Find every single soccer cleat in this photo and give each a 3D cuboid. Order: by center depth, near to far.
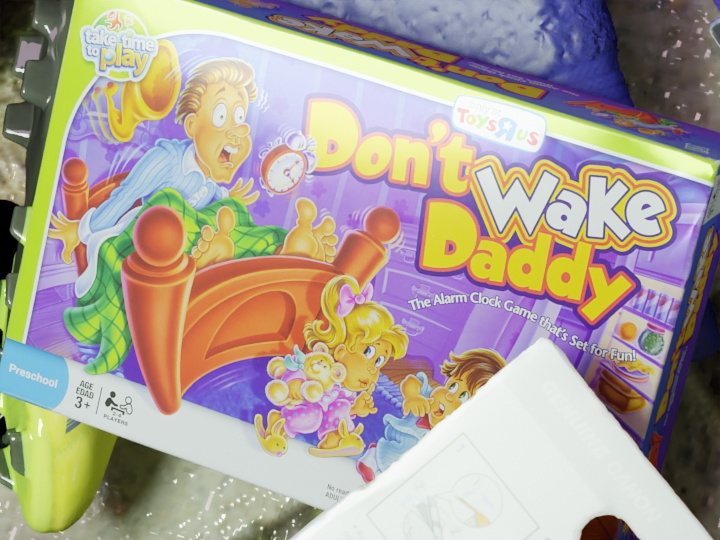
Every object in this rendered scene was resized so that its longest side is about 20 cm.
[{"bbox_3d":[-0.085,-0.006,0.878,0.065,0.083,0.201,132,144,-62],"label":"soccer cleat"}]

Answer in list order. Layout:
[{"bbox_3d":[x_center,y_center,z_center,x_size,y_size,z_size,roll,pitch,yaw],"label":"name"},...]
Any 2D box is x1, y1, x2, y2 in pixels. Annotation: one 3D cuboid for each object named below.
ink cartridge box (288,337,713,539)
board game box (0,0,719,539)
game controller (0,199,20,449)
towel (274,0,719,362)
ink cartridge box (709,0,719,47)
[{"bbox_3d":[0.030,0.142,0.720,0.200,0.057,0.163,-40,83,8],"label":"ink cartridge box"},{"bbox_3d":[0.000,0.000,0.751,0.199,0.045,0.135,18,105,17],"label":"board game box"},{"bbox_3d":[-0.195,0.051,0.949,0.199,0.042,0.105,-28,58,21],"label":"game controller"},{"bbox_3d":[0.018,-0.046,0.796,0.147,0.050,0.201,-19,92,22],"label":"towel"},{"bbox_3d":[0.206,-0.094,0.743,0.198,0.043,0.200,-38,54,16],"label":"ink cartridge box"}]
